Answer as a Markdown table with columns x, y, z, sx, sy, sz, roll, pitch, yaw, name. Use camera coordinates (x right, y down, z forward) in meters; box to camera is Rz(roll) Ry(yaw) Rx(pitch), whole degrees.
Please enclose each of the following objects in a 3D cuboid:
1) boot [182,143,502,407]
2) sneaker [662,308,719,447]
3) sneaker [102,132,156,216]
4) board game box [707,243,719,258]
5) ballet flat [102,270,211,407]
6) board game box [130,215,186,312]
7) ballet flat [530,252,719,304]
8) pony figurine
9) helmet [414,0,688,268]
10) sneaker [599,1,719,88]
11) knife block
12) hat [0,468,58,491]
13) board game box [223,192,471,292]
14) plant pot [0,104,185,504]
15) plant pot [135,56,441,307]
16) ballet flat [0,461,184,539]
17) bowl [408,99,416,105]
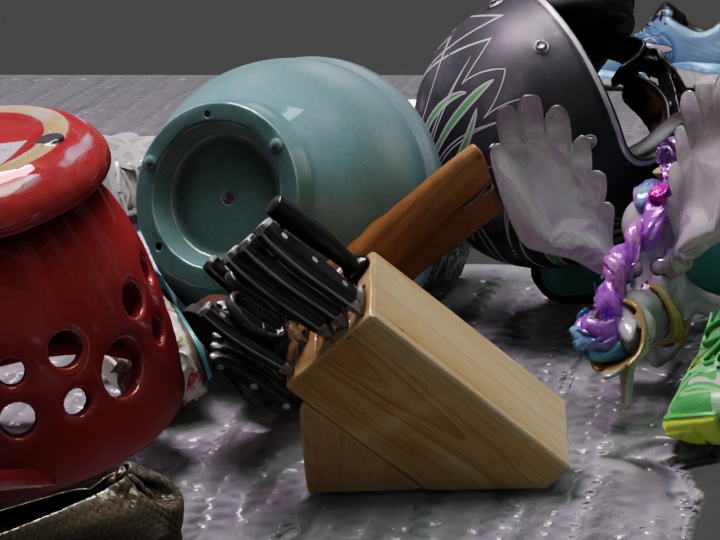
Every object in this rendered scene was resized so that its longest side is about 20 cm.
| x | y | z | sx | sy | sz | roll | pitch | yaw | name |
| --- | --- | --- | --- | --- | --- | --- | --- | --- | --- |
| 0.000 | 0.000 | 1.548 | 0.200 | 0.069 | 0.188 | -38 | -20 | 2 | boot |
| 0.222 | 0.053 | 1.537 | 0.074 | 0.084 | 0.200 | 2 | 15 | 16 | sneaker |
| -0.153 | -0.073 | 1.953 | 0.115 | 0.076 | 0.200 | 1 | 9 | 18 | sneaker |
| 0.346 | -0.011 | 1.741 | 0.200 | 0.047 | 0.151 | 29 | 29 | 31 | board game box |
| -0.141 | 0.043 | 1.669 | 0.064 | 0.076 | 0.200 | -24 | 12 | -5 | ballet flat |
| -0.171 | 0.000 | 1.902 | 0.200 | 0.043 | 0.199 | 5 | 13 | 25 | board game box |
| 0.222 | -0.010 | 1.854 | 0.200 | 0.068 | 0.068 | 0 | 0 | 6 | ballet flat |
| 0.184 | -0.021 | 1.612 | 0.166 | 0.193 | 0.200 | -5 | 3 | 29 | pony figurine |
| 0.128 | -0.096 | 1.759 | 0.191 | 0.200 | 0.200 | -10 | 15 | -36 | helmet |
| 0.313 | -0.242 | 2.759 | 0.200 | 0.090 | 0.078 | 1 | 13 | 16 | sneaker |
| 0.014 | 0.036 | 1.421 | 0.200 | 0.176 | 0.064 | -1 | 36 | 2 | knife block |
| -0.280 | 0.141 | 1.322 | 0.176 | 0.200 | 0.166 | 39 | -6 | -8 | hat |
| -0.017 | -0.049 | 1.867 | 0.159 | 0.097 | 0.200 | 26 | 22 | 17 | board game box |
| -0.213 | 0.011 | 1.488 | 0.200 | 0.183 | 0.200 | -9 | 22 | 3 | plant pot |
| -0.062 | -0.045 | 1.677 | 0.200 | 0.201 | 0.134 | 5 | 0 | 25 | plant pot |
| -0.184 | 0.133 | 1.334 | 0.200 | 0.046 | 0.067 | -8 | 14 | -23 | ballet flat |
| 0.032 | -0.080 | 2.113 | 0.201 | 0.090 | 0.201 | -2 | 14 | 1 | bowl |
